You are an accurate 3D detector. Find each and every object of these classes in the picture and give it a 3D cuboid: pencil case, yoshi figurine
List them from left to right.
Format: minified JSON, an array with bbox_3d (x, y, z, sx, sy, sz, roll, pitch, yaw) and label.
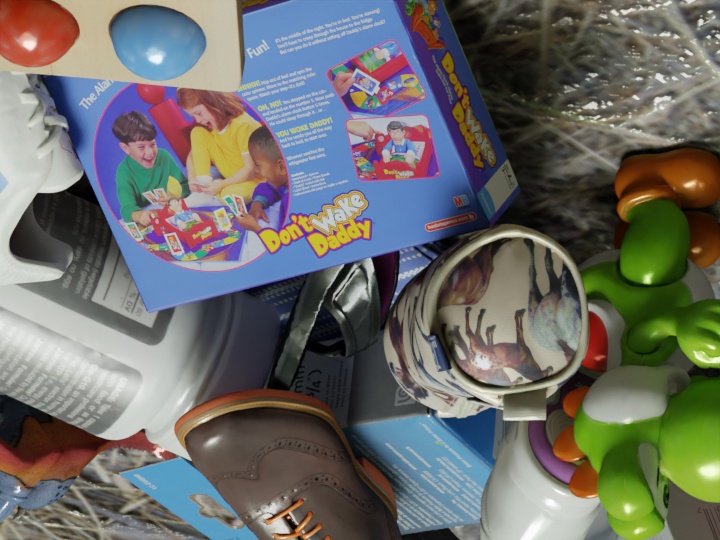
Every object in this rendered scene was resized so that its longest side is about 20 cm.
[{"bbox_3d":[0.059,0.031,1.456,0.078,0.089,0.200,8,175,-5],"label":"pencil case"},{"bbox_3d":[0.166,0.042,1.485,0.112,0.200,0.112,27,142,-26],"label":"yoshi figurine"}]

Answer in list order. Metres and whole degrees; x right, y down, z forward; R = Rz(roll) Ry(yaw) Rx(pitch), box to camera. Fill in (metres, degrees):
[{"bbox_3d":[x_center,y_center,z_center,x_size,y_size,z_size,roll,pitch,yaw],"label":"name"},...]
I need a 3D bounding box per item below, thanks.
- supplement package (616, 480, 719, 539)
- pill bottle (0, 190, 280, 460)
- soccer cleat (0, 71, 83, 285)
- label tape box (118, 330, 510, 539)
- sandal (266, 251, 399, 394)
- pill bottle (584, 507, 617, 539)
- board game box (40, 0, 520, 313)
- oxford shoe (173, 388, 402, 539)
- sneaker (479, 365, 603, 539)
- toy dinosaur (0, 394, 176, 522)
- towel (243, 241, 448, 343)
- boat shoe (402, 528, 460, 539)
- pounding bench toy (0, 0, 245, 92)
[{"bbox_3d":[0.199,0.208,1.634,0.117,0.117,0.200,-2,134,-16],"label":"supplement package"},{"bbox_3d":[-0.151,0.022,1.587,0.200,0.113,0.113,26,143,-17],"label":"pill bottle"},{"bbox_3d":[-0.175,-0.082,1.446,0.086,0.070,0.200,7,123,12],"label":"soccer cleat"},{"bbox_3d":[-0.013,0.099,1.690,0.200,0.063,0.144,-11,148,26],"label":"label tape box"},{"bbox_3d":[0.000,0.000,1.529,0.048,0.075,0.200,26,129,-1],"label":"sandal"},{"bbox_3d":[0.173,0.175,1.762,0.116,0.116,0.200,-12,142,27],"label":"pill bottle"},{"bbox_3d":[-0.040,-0.067,1.445,0.200,0.045,0.134,-13,109,30],"label":"board game box"},{"bbox_3d":[-0.029,0.122,1.576,0.071,0.073,0.200,-29,144,17],"label":"oxford shoe"},{"bbox_3d":[0.098,0.099,1.578,0.075,0.200,0.100,30,113,4],"label":"sneaker"},{"bbox_3d":[-0.186,0.086,1.648,0.200,0.105,0.181,-17,179,-19],"label":"toy dinosaur"},{"bbox_3d":[0.002,0.013,1.645,0.145,0.024,0.200,-20,136,39],"label":"towel"},{"bbox_3d":[0.029,0.186,1.764,0.072,0.071,0.200,-2,-162,-29],"label":"boat shoe"},{"bbox_3d":[-0.106,-0.186,1.233,0.124,0.156,0.200,5,147,4],"label":"pounding bench toy"}]
